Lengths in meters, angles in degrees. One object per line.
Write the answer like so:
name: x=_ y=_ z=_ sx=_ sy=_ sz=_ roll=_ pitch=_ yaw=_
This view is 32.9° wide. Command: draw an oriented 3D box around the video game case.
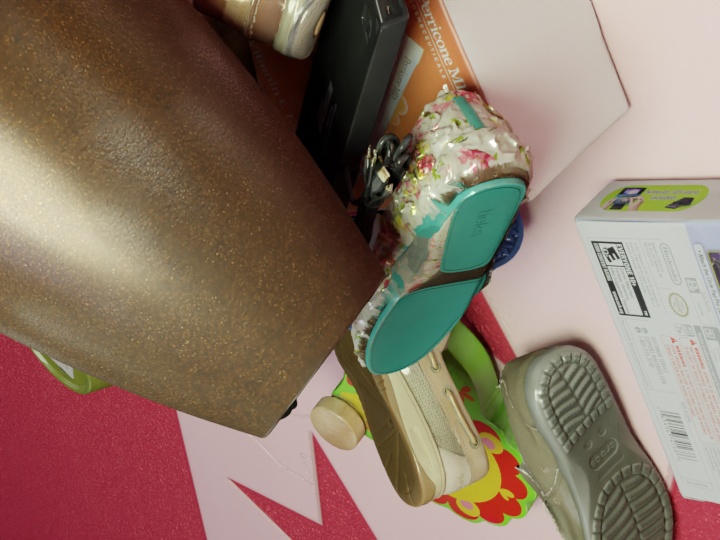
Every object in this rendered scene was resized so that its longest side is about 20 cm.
video game case: x=0.225 y=0.047 z=0.644 sx=0.180 sy=0.045 sz=0.202 roll=5 pitch=128 yaw=51

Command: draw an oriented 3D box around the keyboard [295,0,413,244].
keyboard: x=-0.005 y=-0.061 z=0.606 sx=0.201 sy=0.020 sz=0.129 roll=110 pitch=153 yaw=-55

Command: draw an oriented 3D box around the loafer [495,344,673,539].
loafer: x=0.150 y=0.133 z=0.820 sx=0.069 sy=0.075 sz=0.202 roll=14 pitch=130 yaw=60

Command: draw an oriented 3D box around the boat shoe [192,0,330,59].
boat shoe: x=-0.051 y=-0.188 z=0.621 sx=0.071 sy=0.202 sz=0.076 roll=10 pitch=131 yaw=-13

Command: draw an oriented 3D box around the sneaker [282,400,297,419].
sneaker: x=-0.064 y=0.056 z=0.857 sx=0.200 sy=0.070 sz=0.084 roll=89 pitch=173 yaw=-68

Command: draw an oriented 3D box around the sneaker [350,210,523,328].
sneaker: x=0.000 y=0.000 z=0.745 sx=0.078 sy=0.197 sz=0.071 roll=147 pitch=111 yaw=-77

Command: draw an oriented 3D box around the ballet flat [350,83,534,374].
ballet flat: x=0.036 y=-0.019 z=0.623 sx=0.201 sy=0.075 sz=0.065 roll=117 pitch=138 yaw=-54

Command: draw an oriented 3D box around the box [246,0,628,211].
box: x=0.027 y=-0.111 z=0.676 sx=0.199 sy=0.097 sz=0.125 roll=0 pitch=124 yaw=51

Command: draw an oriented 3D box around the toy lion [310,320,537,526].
toy lion: x=0.056 y=0.104 z=0.915 sx=0.190 sy=0.069 sz=0.202 roll=27 pitch=142 yaw=21

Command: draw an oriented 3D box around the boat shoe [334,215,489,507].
boat shoe: x=0.026 y=0.052 z=0.813 sx=0.202 sy=0.064 sz=0.072 roll=68 pitch=157 yaw=13

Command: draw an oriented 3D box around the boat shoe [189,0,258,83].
boat shoe: x=-0.088 y=-0.068 z=0.668 sx=0.068 sy=0.074 sz=0.203 roll=-10 pitch=97 yaw=18

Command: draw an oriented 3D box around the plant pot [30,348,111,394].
plant pot: x=-0.159 y=-0.003 z=0.926 sx=0.186 sy=0.200 sz=0.189 roll=33 pitch=147 yaw=25

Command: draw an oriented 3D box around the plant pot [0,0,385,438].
plant pot: x=-0.093 y=-0.022 z=0.554 sx=0.199 sy=0.188 sz=0.187 roll=38 pitch=149 yaw=0
